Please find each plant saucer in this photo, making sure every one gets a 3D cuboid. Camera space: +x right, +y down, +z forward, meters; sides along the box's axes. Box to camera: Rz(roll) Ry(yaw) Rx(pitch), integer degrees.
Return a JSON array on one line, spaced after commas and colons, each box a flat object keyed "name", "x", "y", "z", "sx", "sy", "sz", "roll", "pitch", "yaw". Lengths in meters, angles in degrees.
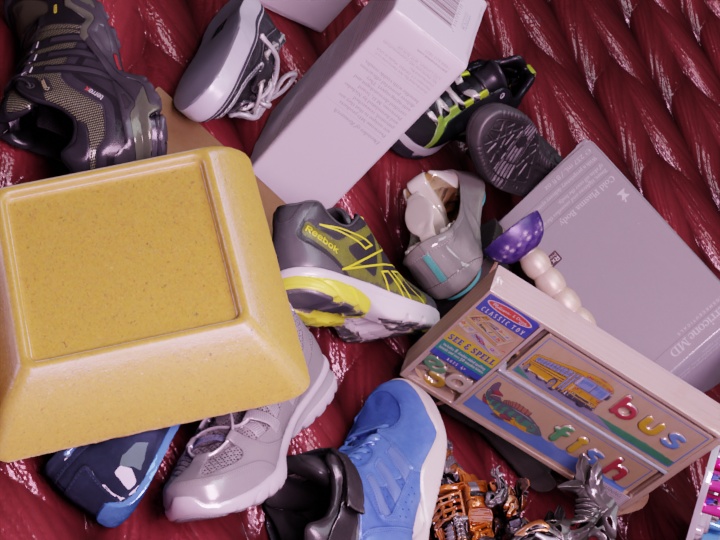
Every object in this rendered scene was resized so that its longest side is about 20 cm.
[{"name": "plant saucer", "x": -0.147, "y": 0.004, "z": 1.210, "sx": 0.198, "sy": 0.049, "sz": 0.201, "roll": -11, "pitch": 54, "yaw": -8}]

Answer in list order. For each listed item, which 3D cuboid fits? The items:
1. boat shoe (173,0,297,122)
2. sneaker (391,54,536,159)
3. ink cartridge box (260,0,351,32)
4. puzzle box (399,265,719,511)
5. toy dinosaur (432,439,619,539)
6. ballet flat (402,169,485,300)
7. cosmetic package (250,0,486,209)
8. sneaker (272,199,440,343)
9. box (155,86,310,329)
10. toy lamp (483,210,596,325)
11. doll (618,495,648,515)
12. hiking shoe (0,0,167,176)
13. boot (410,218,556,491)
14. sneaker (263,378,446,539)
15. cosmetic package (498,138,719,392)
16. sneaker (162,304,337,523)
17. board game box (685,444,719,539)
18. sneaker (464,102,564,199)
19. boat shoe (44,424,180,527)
[{"name": "boat shoe", "x": -0.092, "y": -0.151, "z": 1.497, "sx": 0.068, "sy": 0.074, "sz": 0.200, "roll": 44, "pitch": 17, "yaw": -15}, {"name": "sneaker", "x": 0.082, "y": -0.154, "z": 1.673, "sx": 0.072, "sy": 0.083, "sz": 0.199, "roll": 54, "pitch": 36, "yaw": 12}, {"name": "ink cartridge box", "x": -0.035, "y": -0.331, "z": 1.672, "sx": 0.084, "sy": 0.145, "sz": 0.201, "roll": 21, "pitch": 42, "yaw": -33}, {"name": "puzzle box", "x": 0.141, "y": 0.086, "z": 1.356, "sx": 0.199, "sy": 0.133, "sz": 0.026, "roll": 31, "pitch": 50, "yaw": -10}, {"name": "toy dinosaur", "x": 0.108, "y": 0.203, "z": 1.364, "sx": 0.135, "sy": 0.102, "sz": 0.202, "roll": -21, "pitch": 85, "yaw": -29}, {"name": "ballet flat", "x": 0.062, "y": -0.046, "z": 1.526, "sx": 0.064, "sy": 0.067, "sz": 0.200, "roll": 46, "pitch": 18, "yaw": -19}, {"name": "cosmetic package", "x": 0.002, "y": -0.134, "z": 1.468, "sx": 0.071, "sy": 0.200, "sz": 0.102, "roll": 37, "pitch": 36, "yaw": -13}, {"name": "sneaker", "x": 0.000, "y": 0.000, "z": 1.396, "sx": 0.200, "sy": 0.074, "sz": 0.086, "roll": 21, "pitch": 62, "yaw": -62}, {"name": "box", "x": -0.108, "y": -0.027, "z": 1.404, "sx": 0.200, "sy": 0.021, "sz": 0.164, "roll": 42, "pitch": 35, "yaw": -6}, {"name": "toy lamp", "x": 0.172, "y": 0.049, "z": 1.446, "sx": 0.201, "sy": 0.058, "sz": 0.058, "roll": 54, "pitch": 36, "yaw": 5}, {"name": "doll", "x": 0.185, "y": 0.113, "z": 1.530, "sx": 0.137, "sy": 0.048, "sz": 0.201, "roll": 55, "pitch": 16, "yaw": -23}, {"name": "hiking shoe", "x": -0.213, "y": -0.133, "z": 1.348, "sx": 0.100, "sy": 0.076, "sz": 0.200, "roll": -18, "pitch": 50, "yaw": -29}, {"name": "boot", "x": 0.108, "y": 0.066, "z": 1.510, "sx": 0.138, "sy": 0.077, "sz": 0.201, "roll": 44, "pitch": 39, "yaw": -20}, {"name": "sneaker", "x": -0.008, "y": 0.133, "z": 1.302, "sx": 0.111, "sy": 0.076, "sz": 0.201, "roll": 37, "pitch": 41, "yaw": -28}, {"name": "cosmetic package", "x": 0.213, "y": 0.008, "z": 1.542, "sx": 0.200, "sy": 0.107, "sz": 0.090, "roll": 50, "pitch": 6, "yaw": 32}, {"name": "sneaker", "x": -0.082, "y": 0.089, "z": 1.251, "sx": 0.200, "sy": 0.074, "sz": 0.083, "roll": -58, "pitch": 132, "yaw": -58}, {"name": "board game box", "x": 0.261, "y": 0.174, "z": 1.447, "sx": 0.026, "sy": 0.202, "sz": 0.200, "roll": 16, "pitch": 34, "yaw": 12}, {"name": "sneaker", "x": 0.117, "y": -0.100, "z": 1.609, "sx": 0.104, "sy": 0.060, "sz": 0.199, "roll": 38, "pitch": 4, "yaw": 38}, {"name": "boat shoe", "x": -0.137, "y": 0.067, "z": 1.231, "sx": 0.068, "sy": 0.084, "sz": 0.201, "roll": 30, "pitch": 36, "yaw": -6}]
